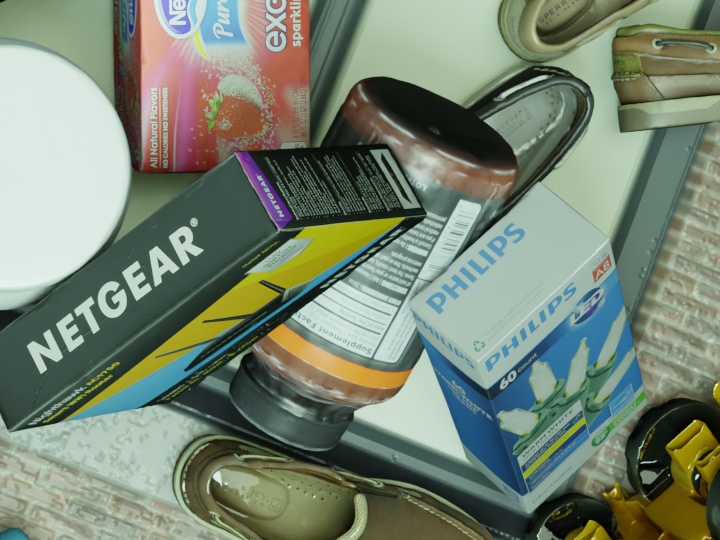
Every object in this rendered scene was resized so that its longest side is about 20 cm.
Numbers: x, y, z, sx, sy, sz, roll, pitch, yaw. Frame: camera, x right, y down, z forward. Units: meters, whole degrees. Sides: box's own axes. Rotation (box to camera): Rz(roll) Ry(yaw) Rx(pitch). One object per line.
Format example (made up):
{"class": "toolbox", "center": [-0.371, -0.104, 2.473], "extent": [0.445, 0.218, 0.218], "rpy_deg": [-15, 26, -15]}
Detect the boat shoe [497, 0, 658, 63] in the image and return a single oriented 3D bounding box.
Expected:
{"class": "boat shoe", "center": [0.172, -0.193, 1.517], "extent": [0.200, 0.065, 0.071], "rpy_deg": [-42, 102, -4]}

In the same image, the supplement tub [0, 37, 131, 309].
{"class": "supplement tub", "center": [-0.199, -0.049, 1.360], "extent": [0.140, 0.200, 0.141], "rpy_deg": [0, 89, -15]}

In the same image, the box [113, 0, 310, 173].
{"class": "box", "center": [-0.085, -0.157, 1.429], "extent": [0.099, 0.095, 0.201], "rpy_deg": [-2, 100, -14]}

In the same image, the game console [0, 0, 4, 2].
{"class": "game console", "center": [-0.160, -0.222, 1.281], "extent": [0.172, 0.119, 0.200], "rpy_deg": [-1, 118, 6]}

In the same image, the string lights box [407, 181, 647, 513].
{"class": "string lights box", "center": [0.097, 0.047, 1.439], "extent": [0.103, 0.200, 0.059], "rpy_deg": [-42, 61, -11]}

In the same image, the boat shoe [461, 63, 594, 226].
{"class": "boat shoe", "center": [0.055, -0.048, 1.495], "extent": [0.200, 0.060, 0.074], "rpy_deg": [-37, 104, -9]}

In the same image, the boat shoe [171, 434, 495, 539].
{"class": "boat shoe", "center": [-0.009, 0.151, 1.468], "extent": [0.202, 0.075, 0.075], "rpy_deg": [17, 85, -14]}

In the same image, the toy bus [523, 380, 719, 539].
{"class": "toy bus", "center": [0.212, 0.192, 1.508], "extent": [0.200, 0.136, 0.192], "rpy_deg": [-39, 114, -10]}

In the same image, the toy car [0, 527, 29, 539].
{"class": "toy car", "center": [-0.258, 0.165, 1.340], "extent": [0.184, 0.200, 0.177], "rpy_deg": [-24, 95, -14]}

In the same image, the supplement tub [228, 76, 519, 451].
{"class": "supplement tub", "center": [0.000, 0.000, 1.420], "extent": [0.107, 0.107, 0.200], "rpy_deg": [24, 110, -13]}

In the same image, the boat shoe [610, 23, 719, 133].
{"class": "boat shoe", "center": [0.249, -0.128, 1.542], "extent": [0.199, 0.072, 0.068], "rpy_deg": [-8, 92, -15]}

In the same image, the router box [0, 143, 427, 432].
{"class": "router box", "center": [-0.083, 0.008, 1.321], "extent": [0.200, 0.149, 0.051], "rpy_deg": [-36, 76, 28]}
